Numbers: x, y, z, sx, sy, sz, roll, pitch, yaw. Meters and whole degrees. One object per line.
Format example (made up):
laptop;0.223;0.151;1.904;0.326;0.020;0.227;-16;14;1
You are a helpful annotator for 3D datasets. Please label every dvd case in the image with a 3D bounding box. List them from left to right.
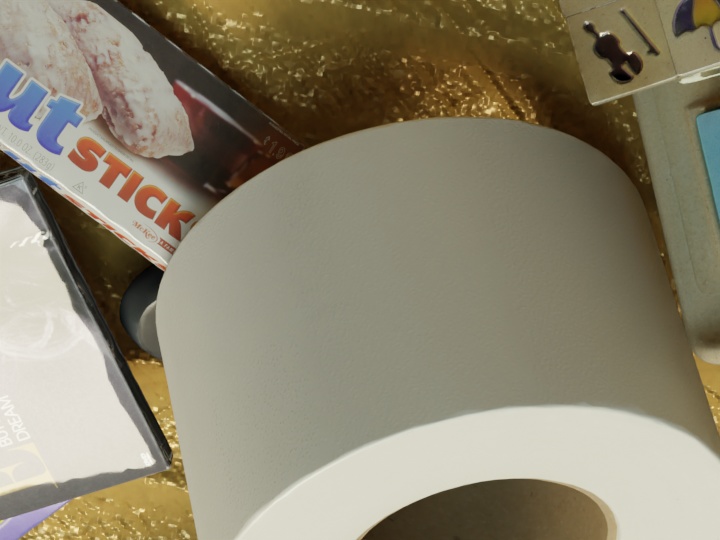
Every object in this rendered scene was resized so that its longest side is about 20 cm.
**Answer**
dvd case;-0.197;0.050;1.215;0.200;0.016;0.149;-17;120;12

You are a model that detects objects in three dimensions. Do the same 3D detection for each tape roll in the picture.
tape roll;0.030;0.057;1.140;0.202;0.139;0.203;-9;143;-7

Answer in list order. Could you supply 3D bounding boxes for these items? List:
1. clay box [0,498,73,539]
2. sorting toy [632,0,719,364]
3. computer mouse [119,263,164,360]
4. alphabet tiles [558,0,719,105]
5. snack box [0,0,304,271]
clay box;-0.225;0.050;1.255;0.115;0.048;0.200;-37;115;25
sorting toy;0.185;-0.081;1.055;0.185;0.036;0.200;-14;79;15
computer mouse;0.000;0.000;1.213;0.200;0.034;0.059;-8;137;3
alphabet tiles;0.161;-0.135;1.047;0.200;0.008;0.167;-17;82;15
snack box;-0.119;-0.077;1.148;0.200;0.024;0.072;37;80;-19
